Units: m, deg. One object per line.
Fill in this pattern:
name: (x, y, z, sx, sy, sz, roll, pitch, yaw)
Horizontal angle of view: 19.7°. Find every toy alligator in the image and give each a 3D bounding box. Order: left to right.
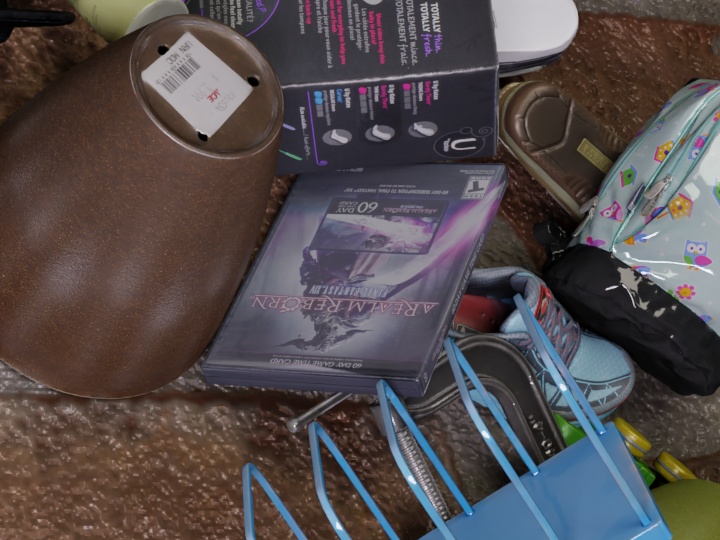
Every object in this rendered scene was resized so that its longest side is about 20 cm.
toy alligator: (0.195, 0.152, 1.366, 0.199, 0.059, 0.054, 37, 7, -12)

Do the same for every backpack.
backpack: (0.234, -0.032, 1.393, 0.167, 0.126, 0.201, 38, 81, -25)

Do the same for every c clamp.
c clamp: (0.061, 0.131, 1.278, 0.171, 0.027, 0.201, -37, 102, -31)

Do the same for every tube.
tube: (-0.185, -0.200, 1.305, 0.052, 0.058, 0.200, -18, 50, -40)

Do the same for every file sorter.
file sorter: (0.045, 0.125, 1.149, 0.123, 0.199, 0.139, 56, 6, -17)

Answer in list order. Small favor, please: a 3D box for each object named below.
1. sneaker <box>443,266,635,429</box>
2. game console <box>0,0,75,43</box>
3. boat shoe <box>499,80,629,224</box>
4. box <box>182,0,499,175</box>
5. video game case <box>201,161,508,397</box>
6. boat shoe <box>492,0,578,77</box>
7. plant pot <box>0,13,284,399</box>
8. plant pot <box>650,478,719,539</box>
sneaker: (0.101, 0.046, 1.343, 0.198, 0.096, 0.080, 16, 55, -22)
game console: (-0.293, -0.196, 1.247, 0.198, 0.116, 0.177, 0, 62, -31)
boat shoe: (0.164, -0.065, 1.467, 0.072, 0.076, 0.200, -49, 114, -11)
box: (-0.014, -0.141, 1.333, 0.198, 0.106, 0.123, -4, 61, 1)
video game case: (0.000, 0.000, 1.294, 0.142, 0.019, 0.201, 2, 41, 22)
boat shoe: (0.052, -0.164, 1.466, 0.198, 0.068, 0.072, -6, 70, -9)
plant pot: (-0.127, -0.053, 1.201, 0.185, 0.200, 0.188, 14, 55, -22)
plant pot: (0.175, 0.216, 1.240, 0.187, 0.187, 0.200, 46, 40, 2)
